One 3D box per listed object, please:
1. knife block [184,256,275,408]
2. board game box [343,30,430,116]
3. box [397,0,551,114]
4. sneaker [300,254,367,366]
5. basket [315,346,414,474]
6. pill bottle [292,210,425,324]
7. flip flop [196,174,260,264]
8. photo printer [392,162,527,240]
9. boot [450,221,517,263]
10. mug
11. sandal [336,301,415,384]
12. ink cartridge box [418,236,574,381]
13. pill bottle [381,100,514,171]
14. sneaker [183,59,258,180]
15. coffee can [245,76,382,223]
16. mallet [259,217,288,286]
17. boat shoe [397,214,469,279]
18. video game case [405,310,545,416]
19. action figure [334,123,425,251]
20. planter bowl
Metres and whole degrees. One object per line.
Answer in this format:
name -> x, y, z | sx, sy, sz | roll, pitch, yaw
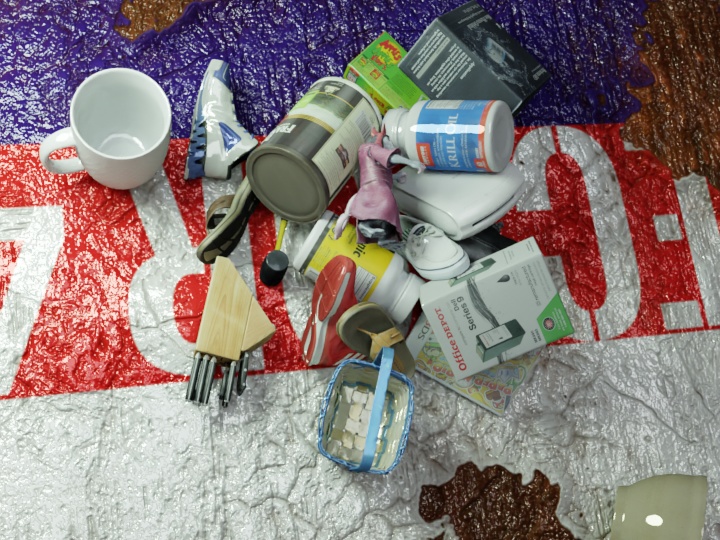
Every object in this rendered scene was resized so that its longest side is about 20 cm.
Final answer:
knife block -> -0.228, 0.104, 1.542 | 0.175, 0.064, 0.201 | -31, 82, -22
board game box -> 0.077, -0.312, 1.761 | 0.200, 0.048, 0.102 | 44, 67, 2
box -> 0.199, -0.341, 1.720 | 0.200, 0.118, 0.197 | 45, 34, 2
sneaker -> -0.015, 0.065, 1.563 | 0.114, 0.201, 0.079 | 6, 37, -23
basket -> 0.009, 0.219, 1.491 | 0.138, 0.200, 0.178 | 17, 69, -8
pill bottle -> 0.000, 0.000, 1.609 | 0.199, 0.111, 0.112 | 32, 68, -3
flip flop -> -0.212, -0.095, 1.608 | 0.057, 0.081, 0.201 | 21, 64, 11
photo printer -> 0.162, -0.133, 1.656 | 0.166, 0.070, 0.199 | -36, 40, -20
boot -> 0.188, -0.006, 1.679 | 0.161, 0.073, 0.199 | 30, 63, -5
mug -> -0.391, -0.196, 1.538 | 0.198, 0.175, 0.149 | -17, 77, -18
sandal -> 0.037, 0.119, 1.542 | 0.080, 0.054, 0.200 | -45, 130, -9
ink cartridge box -> 0.206, 0.061, 1.542 | 0.198, 0.084, 0.147 | -24, 108, 9
pill bottle -> 0.138, -0.218, 1.620 | 0.198, 0.112, 0.113 | 4, 66, 29
sneaker -> -0.220, -0.233, 1.652 | 0.114, 0.081, 0.202 | 12, 77, -14
coffee can -> -0.071, -0.194, 1.609 | 0.146, 0.147, 0.201 | 36, 52, -1
mallet -> -0.123, -0.075, 1.626 | 0.041, 0.066, 0.202 | 15, 69, -10
boat shoe -> 0.099, -0.040, 1.600 | 0.073, 0.200, 0.067 | -36, 116, -16
video game case -> 0.188, 0.112, 1.615 | 0.199, 0.023, 0.183 | 29, 103, -4
action figure -> 0.020, -0.133, 1.571 | 0.147, 0.134, 0.202 | -2, 72, -10
planter bowl -> 0.459, 0.408, 1.567 | 0.133, 0.201, 0.202 | 9, 68, 18
